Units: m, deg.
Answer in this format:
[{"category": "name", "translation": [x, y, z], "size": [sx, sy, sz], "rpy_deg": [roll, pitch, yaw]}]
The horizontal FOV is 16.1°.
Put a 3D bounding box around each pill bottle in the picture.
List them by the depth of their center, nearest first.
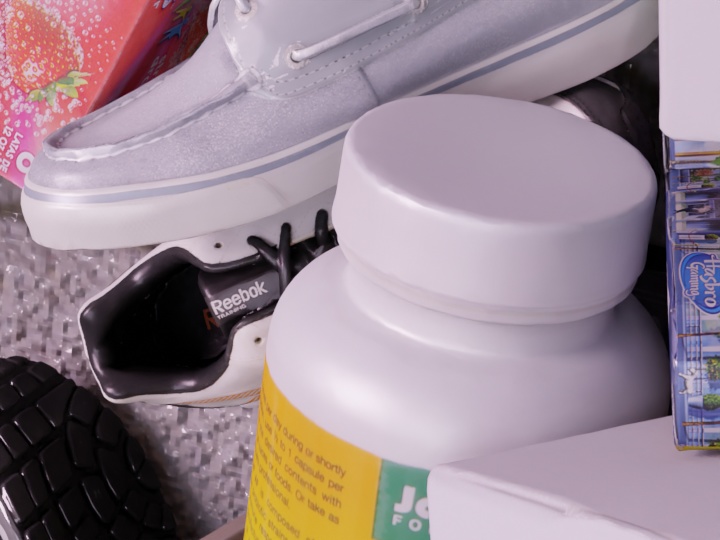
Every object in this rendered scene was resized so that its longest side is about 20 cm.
[{"category": "pill bottle", "translation": [0.025, 0.058, 0.710], "size": [0.113, 0.113, 0.200], "rpy_deg": [16, 118, 15]}]

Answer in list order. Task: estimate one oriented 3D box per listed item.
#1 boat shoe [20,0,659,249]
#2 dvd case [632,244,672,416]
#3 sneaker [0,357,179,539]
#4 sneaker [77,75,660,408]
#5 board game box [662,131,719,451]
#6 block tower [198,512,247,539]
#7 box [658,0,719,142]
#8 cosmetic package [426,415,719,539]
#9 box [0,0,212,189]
[{"category": "boat shoe", "translation": [-0.009, -0.069, 0.728], "size": [0.201, 0.070, 0.072], "rpy_deg": [-23, 113, -11]}, {"category": "dvd case", "translation": [0.124, 0.099, 0.806], "size": [0.150, 0.025, 0.200], "rpy_deg": [15, 114, 15]}, {"category": "sneaker", "translation": [-0.099, 0.129, 0.869], "size": [0.087, 0.076, 0.200], "rpy_deg": [-26, 98, 33]}, {"category": "sneaker", "translation": [0.000, 0.000, 0.774], "size": [0.200, 0.080, 0.074], "rpy_deg": [-27, 82, 30]}, {"category": "board game box", "translation": [0.180, -0.017, 0.670], "size": [0.200, 0.200, 0.062], "rpy_deg": [-3, 108, 7]}, {"category": "block tower", "translation": [0.012, 0.170, 0.840], "size": [0.058, 0.054, 0.200], "rpy_deg": [-16, 97, 46]}, {"category": "box", "translation": [0.185, -0.137, 0.612], "size": [0.200, 0.171, 0.199], "rpy_deg": [5, 110, 19]}, {"category": "cosmetic package", "translation": [0.142, 0.122, 0.612], "size": [0.165, 0.200, 0.165], "rpy_deg": [12, 109, 59]}, {"category": "box", "translation": [-0.071, -0.135, 0.753], "size": [0.095, 0.103, 0.200], "rpy_deg": [33, 116, 6]}]
